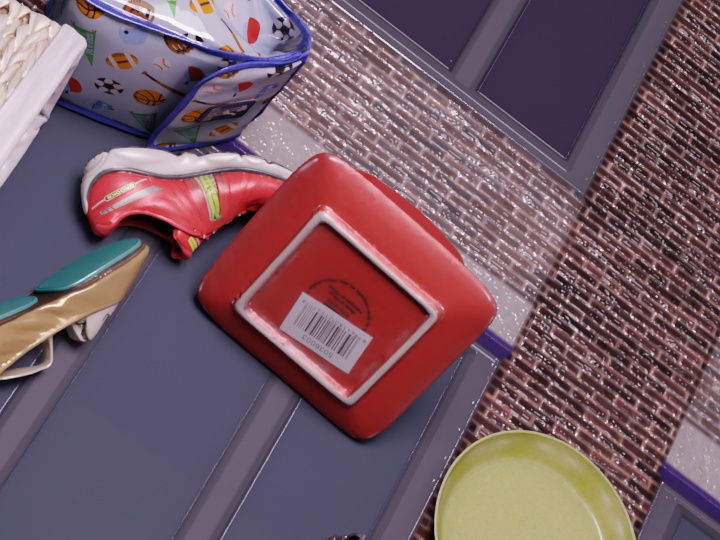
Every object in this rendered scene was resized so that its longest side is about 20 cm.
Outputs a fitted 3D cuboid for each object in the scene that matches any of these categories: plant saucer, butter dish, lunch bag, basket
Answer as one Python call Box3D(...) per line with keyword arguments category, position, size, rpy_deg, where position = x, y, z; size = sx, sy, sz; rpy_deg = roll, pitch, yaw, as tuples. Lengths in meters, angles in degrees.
Box3D(category="plant saucer", position=(0.144, 0.235, 1.676), size=(0.198, 0.031, 0.202), rpy_deg=(12, 62, -22))
Box3D(category="butter dish", position=(0.000, 0.000, 1.642), size=(0.200, 0.200, 0.148), rpy_deg=(40, 32, -6))
Box3D(category="lunch bag", position=(-0.157, -0.185, 1.633), size=(0.198, 0.170, 0.125), rpy_deg=(22, 61, -18))
Box3D(category="basket", position=(-0.322, -0.115, 1.534), size=(0.123, 0.136, 0.201), rpy_deg=(33, 55, -8))

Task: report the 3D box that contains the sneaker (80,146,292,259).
Box3D(category="sneaker", position=(-0.136, -0.051, 1.650), size=(0.198, 0.077, 0.086), rpy_deg=(2, 77, -20))

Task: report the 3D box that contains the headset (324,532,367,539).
Box3D(category="headset", position=(-0.013, 0.305, 1.520), size=(0.122, 0.094, 0.202), rpy_deg=(3, 76, -27))

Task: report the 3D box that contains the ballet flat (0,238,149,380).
Box3D(category="ballet flat", position=(-0.245, 0.039, 1.556), size=(0.199, 0.068, 0.064), rpy_deg=(-28, 109, -32))
